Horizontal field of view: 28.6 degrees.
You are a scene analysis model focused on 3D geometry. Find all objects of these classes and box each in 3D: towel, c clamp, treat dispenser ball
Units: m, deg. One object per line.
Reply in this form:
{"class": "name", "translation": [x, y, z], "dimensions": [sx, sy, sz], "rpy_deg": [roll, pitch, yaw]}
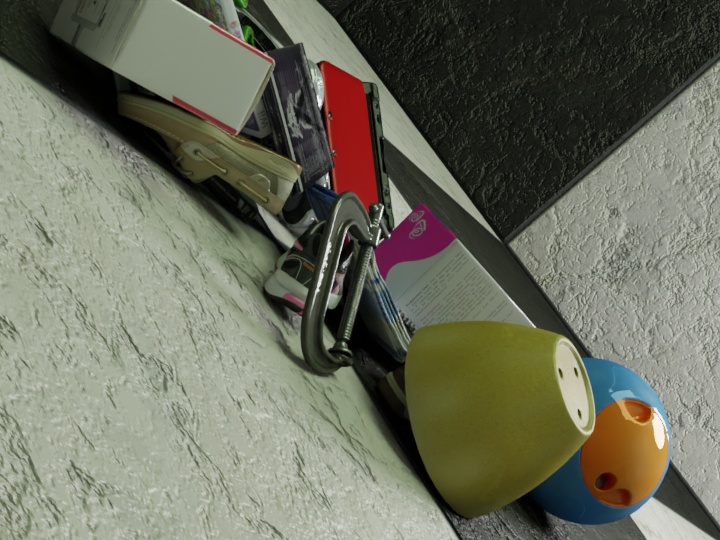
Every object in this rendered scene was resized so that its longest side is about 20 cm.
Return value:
{"class": "towel", "translation": [0.000, 0.000, 1.544], "dimensions": [0.202, 0.024, 0.147], "rpy_deg": [66, -10, -16]}
{"class": "c clamp", "translation": [-0.010, 0.014, 1.370], "dimensions": [0.027, 0.202, 0.171], "rpy_deg": [9, -24, 19]}
{"class": "treat dispenser ball", "translation": [0.279, 0.208, 1.731], "dimensions": [0.201, 0.200, 0.201], "rpy_deg": [47, 10, -11]}

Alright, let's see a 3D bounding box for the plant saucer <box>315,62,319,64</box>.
{"class": "plant saucer", "translation": [-0.062, -0.172, 1.868], "dimensions": [0.200, 0.034, 0.203], "rpy_deg": [175, -90, -88]}

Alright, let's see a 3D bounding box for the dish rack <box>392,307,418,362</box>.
{"class": "dish rack", "translation": [0.039, 0.050, 1.713], "dimensions": [0.201, 0.043, 0.171], "rpy_deg": [54, 9, 25]}

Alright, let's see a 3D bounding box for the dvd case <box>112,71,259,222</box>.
{"class": "dvd case", "translation": [-0.190, -0.151, 1.519], "dimensions": [0.200, 0.022, 0.146], "rpy_deg": [43, 12, -30]}

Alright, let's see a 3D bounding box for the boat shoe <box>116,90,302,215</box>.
{"class": "boat shoe", "translation": [-0.157, -0.117, 1.406], "dimensions": [0.198, 0.066, 0.072], "rpy_deg": [24, 6, -20]}

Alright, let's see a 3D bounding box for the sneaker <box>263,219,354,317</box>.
{"class": "sneaker", "translation": [-0.036, -0.011, 1.447], "dimensions": [0.080, 0.087, 0.200], "rpy_deg": [35, 11, -6]}

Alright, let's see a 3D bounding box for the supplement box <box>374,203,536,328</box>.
{"class": "supplement box", "translation": [0.106, 0.035, 1.614], "dimensions": [0.200, 0.103, 0.101], "rpy_deg": [44, 4, -37]}

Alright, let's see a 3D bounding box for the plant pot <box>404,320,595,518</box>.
{"class": "plant pot", "translation": [0.153, 0.135, 1.422], "dimensions": [0.200, 0.141, 0.202], "rpy_deg": [44, 37, -46]}

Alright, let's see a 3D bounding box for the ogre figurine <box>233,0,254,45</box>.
{"class": "ogre figurine", "translation": [-0.183, -0.277, 1.584], "dimensions": [0.098, 0.118, 0.202], "rpy_deg": [-67, 150, -56]}

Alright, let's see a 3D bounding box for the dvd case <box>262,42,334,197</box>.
{"class": "dvd case", "translation": [-0.071, -0.169, 1.547], "dimensions": [0.200, 0.016, 0.151], "rpy_deg": [-52, 129, -75]}

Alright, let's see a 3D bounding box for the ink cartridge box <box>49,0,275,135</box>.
{"class": "ink cartridge box", "translation": [-0.191, -0.213, 1.342], "dimensions": [0.146, 0.083, 0.200], "rpy_deg": [26, 4, -33]}

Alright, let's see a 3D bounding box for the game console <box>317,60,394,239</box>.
{"class": "game console", "translation": [-0.031, -0.136, 1.775], "dimensions": [0.117, 0.172, 0.203], "rpy_deg": [2, 73, -29]}

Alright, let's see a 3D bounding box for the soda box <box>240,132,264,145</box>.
{"class": "soda box", "translation": [-0.147, -0.186, 1.714], "dimensions": [0.200, 0.063, 0.071], "rpy_deg": [41, 14, -39]}

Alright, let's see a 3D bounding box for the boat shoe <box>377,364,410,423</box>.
{"class": "boat shoe", "translation": [0.092, 0.136, 1.544], "dimensions": [0.075, 0.075, 0.202], "rpy_deg": [53, 10, 21]}

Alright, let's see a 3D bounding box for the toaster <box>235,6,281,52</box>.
{"class": "toaster", "translation": [-0.166, -0.278, 1.839], "dimensions": [0.200, 0.114, 0.129], "rpy_deg": [46, 7, -8]}

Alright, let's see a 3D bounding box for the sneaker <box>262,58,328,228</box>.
{"class": "sneaker", "translation": [-0.101, -0.152, 1.651], "dimensions": [0.113, 0.075, 0.203], "rpy_deg": [2, 86, -45]}

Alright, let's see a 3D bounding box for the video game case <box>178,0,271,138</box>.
{"class": "video game case", "translation": [-0.162, -0.244, 1.477], "dimensions": [0.143, 0.018, 0.202], "rpy_deg": [24, -43, 51]}
